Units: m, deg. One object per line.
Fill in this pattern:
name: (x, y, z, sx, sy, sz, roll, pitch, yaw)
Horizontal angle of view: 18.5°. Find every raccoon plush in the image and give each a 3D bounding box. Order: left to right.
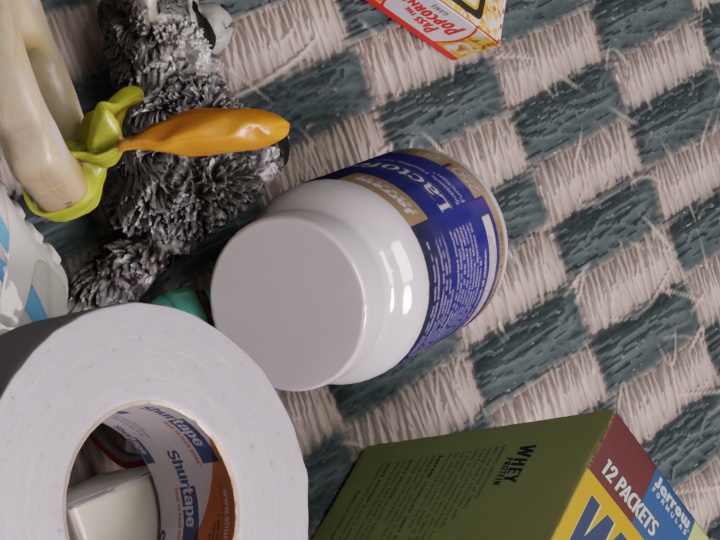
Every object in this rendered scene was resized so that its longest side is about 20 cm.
raccoon plush: (-0.126, -0.070, 1.194, 0.134, 0.096, 0.200, 50, 50, -15)

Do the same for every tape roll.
tape roll: (-0.119, 0.119, 1.074, 0.199, 0.066, 0.202, 9, 76, -40)

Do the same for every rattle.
rattle: (-0.142, -0.138, 1.124, 0.130, 0.142, 0.201, 27, 42, -59)

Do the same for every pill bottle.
pill bottle: (0.000, 0.000, 1.247, 0.200, 0.115, 0.117, -26, 100, -64)

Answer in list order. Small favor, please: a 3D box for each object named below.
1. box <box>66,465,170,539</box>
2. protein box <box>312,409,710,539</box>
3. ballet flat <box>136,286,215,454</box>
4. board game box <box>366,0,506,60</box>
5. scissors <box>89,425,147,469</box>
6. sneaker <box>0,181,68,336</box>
box: (-0.115, 0.208, 1.152, 0.082, 0.068, 0.202, -18, 93, -46)
protein box: (0.068, 0.205, 1.243, 0.135, 0.199, 0.199, 51, 50, -24)
ballet flat: (-0.083, 0.110, 1.218, 0.070, 0.067, 0.201, -21, 95, -9)
board game box: (0.021, -0.249, 1.411, 0.199, 0.046, 0.153, 31, 60, -37)
scissors: (-0.082, 0.121, 1.183, 0.201, 0.073, 0.014, 56, 14, -3)
sneaker: (-0.200, -0.009, 1.120, 0.081, 0.076, 0.202, -24, 104, -54)
